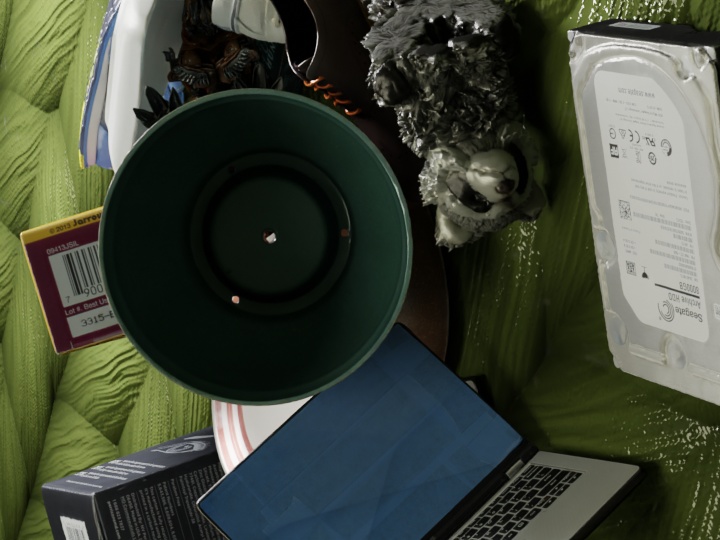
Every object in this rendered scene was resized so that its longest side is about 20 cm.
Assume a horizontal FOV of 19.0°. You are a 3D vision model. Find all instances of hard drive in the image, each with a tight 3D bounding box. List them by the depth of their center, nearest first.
[{"bbox_3d":[0.173,-0.031,1.160,0.140,0.038,0.201,21,124,61],"label":"hard drive"}]

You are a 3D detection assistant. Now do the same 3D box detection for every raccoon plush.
[{"bbox_3d":[0.062,-0.108,1.332,0.200,0.096,0.134,-91,-14,-58],"label":"raccoon plush"}]

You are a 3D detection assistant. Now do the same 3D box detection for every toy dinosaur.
[{"bbox_3d":[-0.089,-0.113,1.549,0.200,0.102,0.136,57,-172,-4],"label":"toy dinosaur"}]

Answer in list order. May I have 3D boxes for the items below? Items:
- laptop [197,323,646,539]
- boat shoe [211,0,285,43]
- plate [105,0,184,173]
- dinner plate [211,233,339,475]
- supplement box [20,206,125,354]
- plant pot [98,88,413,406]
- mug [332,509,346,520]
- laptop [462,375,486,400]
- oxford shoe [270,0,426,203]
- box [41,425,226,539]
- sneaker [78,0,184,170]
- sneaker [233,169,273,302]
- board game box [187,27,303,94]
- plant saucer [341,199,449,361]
[{"bbox_3d":[0.034,0.136,1.325,0.116,0.187,0.200,54,160,-16],"label":"laptop"},{"bbox_3d":[-0.044,-0.247,1.448,0.070,0.071,0.201,20,113,7],"label":"boat shoe"},{"bbox_3d":[-0.151,-0.193,1.591,0.200,0.032,0.200,106,179,-56],"label":"plate"},{"bbox_3d":[-0.055,0.069,1.554,0.200,0.024,0.201,-29,56,54],"label":"dinner plate"},{"bbox_3d":[-0.187,0.000,1.737,0.200,0.130,0.104,-30,-77,-88],"label":"supplement box"},{"bbox_3d":[-0.065,-0.020,1.417,0.134,0.199,0.201,-74,-31,-85],"label":"plant pot"},{"bbox_3d":[-0.010,0.214,1.441,0.186,0.149,0.154,29,99,11],"label":"mug"},{"bbox_3d":[0.026,0.192,1.514,0.187,0.115,0.201,-17,90,65],"label":"laptop"},{"bbox_3d":[-0.008,-0.126,1.412,0.071,0.072,0.201,-17,103,59],"label":"oxford shoe"},{"bbox_3d":[-0.140,0.197,1.764,0.148,0.199,0.105,-6,100,66],"label":"box"},{"bbox_3d":[-0.180,-0.173,1.780,0.074,0.082,0.201,-96,20,-65],"label":"sneaker"},{"bbox_3d":[-0.070,0.002,1.645,0.200,0.075,0.079,57,149,31],"label":"sneaker"},{"bbox_3d":[-0.083,-0.184,1.610,0.136,0.028,0.200,58,151,28],"label":"board game box"},{"bbox_3d":[0.000,0.000,1.528,0.200,0.037,0.201,41,138,52],"label":"plant saucer"}]
